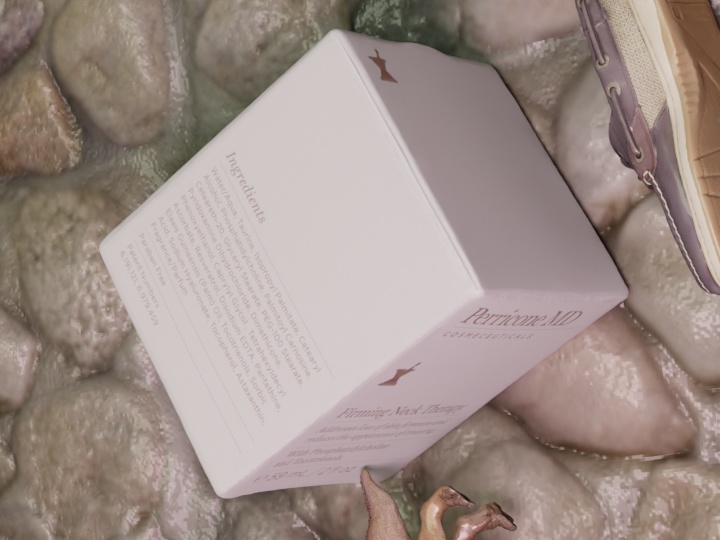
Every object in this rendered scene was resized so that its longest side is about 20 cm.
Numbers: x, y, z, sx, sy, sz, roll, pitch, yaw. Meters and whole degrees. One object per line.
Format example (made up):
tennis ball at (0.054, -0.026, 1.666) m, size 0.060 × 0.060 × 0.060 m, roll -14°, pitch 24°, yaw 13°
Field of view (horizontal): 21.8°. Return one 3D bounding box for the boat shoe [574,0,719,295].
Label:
boat shoe at (0.163, -0.079, 0.983) m, size 0.065 × 0.072 × 0.202 m, roll -25°, pitch 77°, yaw 43°

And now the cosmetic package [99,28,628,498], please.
cosmetic package at (0.000, 0.000, 1.027) m, size 0.200 × 0.167 × 0.167 m, roll -39°, pitch 68°, yaw 27°

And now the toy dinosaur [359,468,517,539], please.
toy dinosaur at (0.050, 0.201, 1.013) m, size 0.200 × 0.086 × 0.136 m, roll 41°, pitch 95°, yaw 9°
